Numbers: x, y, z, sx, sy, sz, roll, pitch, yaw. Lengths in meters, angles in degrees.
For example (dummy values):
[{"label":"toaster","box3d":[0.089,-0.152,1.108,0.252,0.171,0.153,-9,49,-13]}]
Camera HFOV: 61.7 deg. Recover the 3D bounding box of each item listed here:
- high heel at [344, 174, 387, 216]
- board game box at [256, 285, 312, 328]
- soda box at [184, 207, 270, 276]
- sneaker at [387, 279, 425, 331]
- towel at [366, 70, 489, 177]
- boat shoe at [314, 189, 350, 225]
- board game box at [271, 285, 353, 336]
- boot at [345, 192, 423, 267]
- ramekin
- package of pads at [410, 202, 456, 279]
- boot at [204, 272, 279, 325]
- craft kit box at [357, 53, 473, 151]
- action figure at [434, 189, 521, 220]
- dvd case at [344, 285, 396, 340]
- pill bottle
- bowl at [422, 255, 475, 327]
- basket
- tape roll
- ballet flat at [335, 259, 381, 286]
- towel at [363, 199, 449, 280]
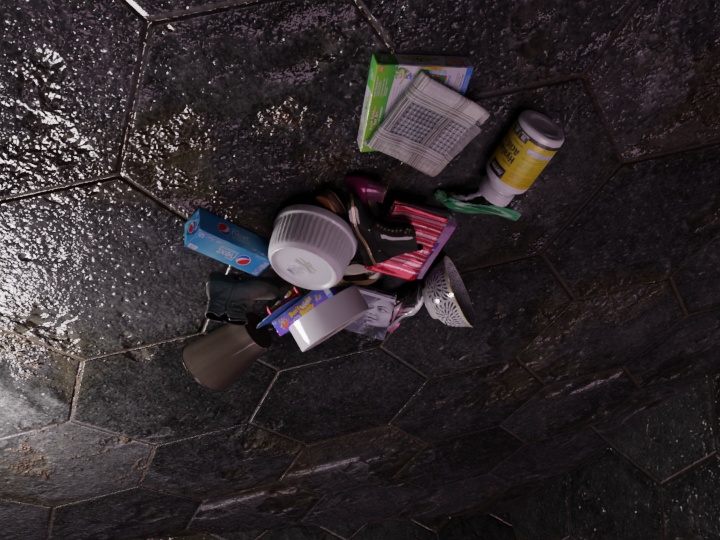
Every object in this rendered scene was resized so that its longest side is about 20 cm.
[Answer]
[{"label":"high heel","box3d":[-0.002,-0.142,1.392,0.095,0.068,0.201,16,139,0]},{"label":"board game box","box3d":[-0.192,0.080,1.553,0.157,0.039,0.199,-37,172,32]},{"label":"soda box","box3d":[-0.296,-0.061,1.365,0.064,0.069,0.199,-37,137,27]},{"label":"sneaker","box3d":[0.102,0.094,1.685,0.086,0.081,0.200,25,122,-26]},{"label":"towel","box3d":[0.140,-0.281,1.209,0.198,0.035,0.193,16,131,-34]},{"label":"boat shoe","box3d":[-0.050,-0.120,1.388,0.070,0.070,0.201,-48,150,-20]},{"label":"board game box","box3d":[-0.119,0.086,1.565,0.199,0.045,0.134,-37,173,25]},{"label":"boot","box3d":[0.052,-0.104,1.332,0.136,0.078,0.201,-14,138,10]},{"label":"ramekin","box3d":[-0.113,-0.043,1.356,0.197,0.106,0.201,12,148,8]},{"label":"package of pads","box3d":[0.139,-0.071,1.495,0.119,0.076,0.201,10,135,-22]},{"label":"boot","box3d":[-0.290,0.083,1.490,0.197,0.132,0.068,8,137,-27]},{"label":"craft kit box","box3d":[0.103,-0.328,1.201,0.194,0.049,0.201,-5,140,-17]},{"label":"action figure","box3d":[0.269,-0.160,1.432,0.197,0.056,0.118,10,178,-9]},{"label":"dvd case","box3d":[0.013,0.114,1.674,0.146,0.016,0.202,16,138,4]},{"label":"pill bottle","box3d":[0.347,-0.241,1.332,0.110,0.112,0.201,6,136,-25]},{"label":"bowl","box3d":[0.223,0.072,1.600,0.093,0.203,0.201,-24,141,17]},{"label":"basket","box3d":[-0.348,0.214,1.633,0.199,0.137,0.180,-34,133,17]},{"label":"tape roll","box3d":[-0.076,0.118,1.490,0.201,0.071,0.203,-33,173,-4]},{"label":"ballet flat","box3d":[0.000,0.000,1.498,0.198,0.069,0.072,-5,169,-41]},{"label":"towel","box3d":[0.104,-0.064,1.420,0.143,0.023,0.201,15,128,-16]}]
